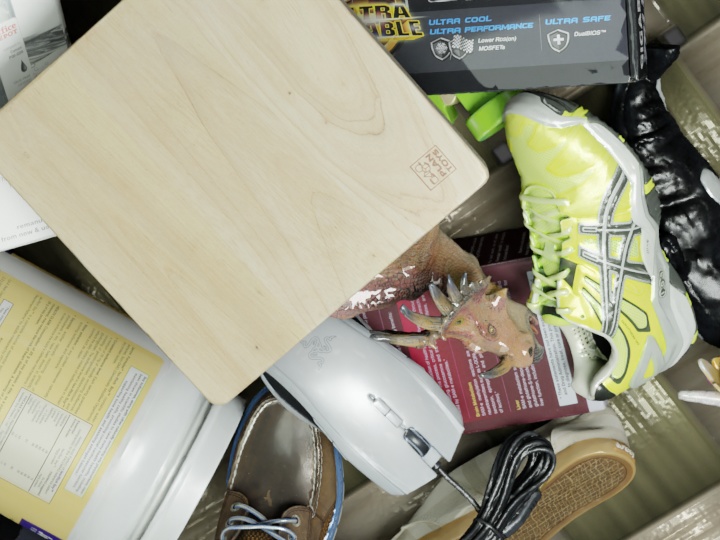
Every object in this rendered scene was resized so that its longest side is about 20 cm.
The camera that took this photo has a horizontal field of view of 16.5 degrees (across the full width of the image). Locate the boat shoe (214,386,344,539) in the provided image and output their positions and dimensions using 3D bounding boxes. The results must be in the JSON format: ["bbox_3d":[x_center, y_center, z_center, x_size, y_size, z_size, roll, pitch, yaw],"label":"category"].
[{"bbox_3d":[-0.054,0.167,1.490,0.072,0.072,0.200,7,94,8],"label":"boat shoe"}]

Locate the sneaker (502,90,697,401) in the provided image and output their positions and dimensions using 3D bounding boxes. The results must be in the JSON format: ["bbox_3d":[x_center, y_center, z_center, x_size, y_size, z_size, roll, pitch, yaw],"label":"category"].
[{"bbox_3d":[0.128,-0.011,1.411,0.075,0.076,0.200,10,135,52],"label":"sneaker"}]

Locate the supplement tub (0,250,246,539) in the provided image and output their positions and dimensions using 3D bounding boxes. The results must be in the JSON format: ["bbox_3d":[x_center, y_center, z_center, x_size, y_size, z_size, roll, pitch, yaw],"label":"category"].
[{"bbox_3d":[-0.186,0.086,1.525,0.200,0.145,0.145,29,114,-4],"label":"supplement tub"}]

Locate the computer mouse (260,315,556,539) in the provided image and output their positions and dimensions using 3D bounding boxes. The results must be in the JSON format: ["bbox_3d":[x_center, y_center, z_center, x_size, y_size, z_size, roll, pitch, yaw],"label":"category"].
[{"bbox_3d":[0.020,0.094,1.468,0.200,0.044,0.110,41,83,-7],"label":"computer mouse"}]

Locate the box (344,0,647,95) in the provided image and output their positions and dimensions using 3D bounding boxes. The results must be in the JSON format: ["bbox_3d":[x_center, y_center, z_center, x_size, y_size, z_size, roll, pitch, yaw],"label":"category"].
[{"bbox_3d":[0.055,-0.198,1.382,0.200,0.050,0.199,-1,98,15],"label":"box"}]

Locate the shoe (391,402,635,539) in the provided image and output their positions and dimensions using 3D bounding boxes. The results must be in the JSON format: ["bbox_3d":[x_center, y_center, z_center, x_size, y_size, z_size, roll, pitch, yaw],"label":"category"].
[{"bbox_3d":[0.088,0.147,1.567,0.200,0.053,0.070,-34,137,24],"label":"shoe"}]

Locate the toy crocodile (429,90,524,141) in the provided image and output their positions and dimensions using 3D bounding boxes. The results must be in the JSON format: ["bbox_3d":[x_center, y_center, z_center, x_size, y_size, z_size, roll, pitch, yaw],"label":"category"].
[{"bbox_3d":[0.098,-0.137,1.434,0.200,0.062,0.068,-38,86,16],"label":"toy crocodile"}]

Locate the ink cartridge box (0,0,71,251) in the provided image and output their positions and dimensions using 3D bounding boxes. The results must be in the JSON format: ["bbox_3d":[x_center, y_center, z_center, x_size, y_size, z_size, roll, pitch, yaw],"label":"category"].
[{"bbox_3d":[-0.217,-0.127,1.430,0.085,0.146,0.200,-17,111,-15],"label":"ink cartridge box"}]

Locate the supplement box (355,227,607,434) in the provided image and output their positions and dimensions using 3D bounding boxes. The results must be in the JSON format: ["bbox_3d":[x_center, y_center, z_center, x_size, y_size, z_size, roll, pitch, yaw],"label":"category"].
[{"bbox_3d":[0.043,0.044,1.518,0.200,0.061,0.109,-10,110,12],"label":"supplement box"}]

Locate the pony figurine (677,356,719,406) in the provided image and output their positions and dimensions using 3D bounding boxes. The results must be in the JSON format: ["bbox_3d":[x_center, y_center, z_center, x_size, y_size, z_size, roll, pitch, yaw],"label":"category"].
[{"bbox_3d":[0.307,0.106,1.470,0.193,0.167,0.200,-15,126,23],"label":"pony figurine"}]

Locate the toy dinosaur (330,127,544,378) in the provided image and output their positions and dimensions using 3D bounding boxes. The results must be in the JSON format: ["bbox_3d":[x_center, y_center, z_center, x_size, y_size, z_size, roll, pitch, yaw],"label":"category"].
[{"bbox_3d":[0.000,0.000,1.430,0.200,0.136,0.086,-5,150,10],"label":"toy dinosaur"}]

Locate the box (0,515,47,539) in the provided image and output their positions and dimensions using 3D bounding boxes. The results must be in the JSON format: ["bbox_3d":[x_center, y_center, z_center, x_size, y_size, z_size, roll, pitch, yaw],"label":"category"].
[{"bbox_3d":[-0.203,0.258,1.582,0.104,0.182,0.200,-25,106,18],"label":"box"}]

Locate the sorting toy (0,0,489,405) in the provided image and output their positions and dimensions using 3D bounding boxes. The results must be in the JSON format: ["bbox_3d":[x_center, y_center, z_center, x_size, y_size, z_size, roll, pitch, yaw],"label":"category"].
[{"bbox_3d":[-0.068,-0.067,1.357,0.199,0.070,0.200,-40,98,9],"label":"sorting toy"}]

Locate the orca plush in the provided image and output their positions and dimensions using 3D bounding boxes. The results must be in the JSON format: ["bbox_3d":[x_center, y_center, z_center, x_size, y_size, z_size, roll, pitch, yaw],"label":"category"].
[{"bbox_3d":[0.193,-0.034,1.455,0.105,0.071,0.200,-6,112,11],"label":"orca plush"}]
